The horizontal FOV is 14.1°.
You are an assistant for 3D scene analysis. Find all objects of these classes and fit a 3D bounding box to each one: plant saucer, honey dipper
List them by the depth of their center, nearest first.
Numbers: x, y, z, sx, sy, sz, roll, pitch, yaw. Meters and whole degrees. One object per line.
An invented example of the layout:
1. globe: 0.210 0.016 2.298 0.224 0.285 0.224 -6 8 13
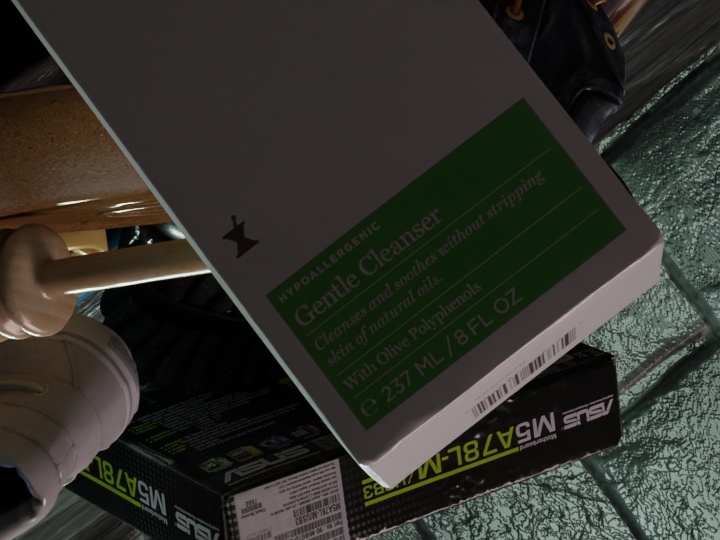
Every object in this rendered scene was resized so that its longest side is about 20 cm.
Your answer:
1. honey dipper: -0.059 -0.005 0.923 0.199 0.038 0.038 -10 -168 34
2. plant saucer: -0.069 -0.037 0.976 0.199 0.036 0.200 -6 177 0

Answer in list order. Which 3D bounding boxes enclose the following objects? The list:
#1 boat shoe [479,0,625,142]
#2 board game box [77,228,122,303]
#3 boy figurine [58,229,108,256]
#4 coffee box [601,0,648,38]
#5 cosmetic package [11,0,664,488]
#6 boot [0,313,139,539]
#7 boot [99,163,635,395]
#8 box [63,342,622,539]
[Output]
1. boat shoe: 0.065 -0.107 1.106 0.071 0.091 0.201 119 -6 -70
2. board game box: -0.120 -0.025 1.255 0.200 0.045 0.152 -35 174 -29
3. boy figurine: -0.184 0.016 1.079 0.200 0.065 0.124 -32 172 -24
4. coffee box: 0.090 -0.140 1.241 0.200 0.080 0.113 -51 175 -4
5. cosmetic package: -0.014 -0.049 0.830 0.107 0.200 0.085 -38 171 -1
6. boot: -0.187 0.069 1.131 0.199 0.074 0.096 -12 -156 29
7. boot: 0.000 -0.002 1.167 0.158 0.210 0.080 100 5 -57
8. box: -0.022 0.060 1.250 0.199 0.048 0.193 -18 -161 -30
